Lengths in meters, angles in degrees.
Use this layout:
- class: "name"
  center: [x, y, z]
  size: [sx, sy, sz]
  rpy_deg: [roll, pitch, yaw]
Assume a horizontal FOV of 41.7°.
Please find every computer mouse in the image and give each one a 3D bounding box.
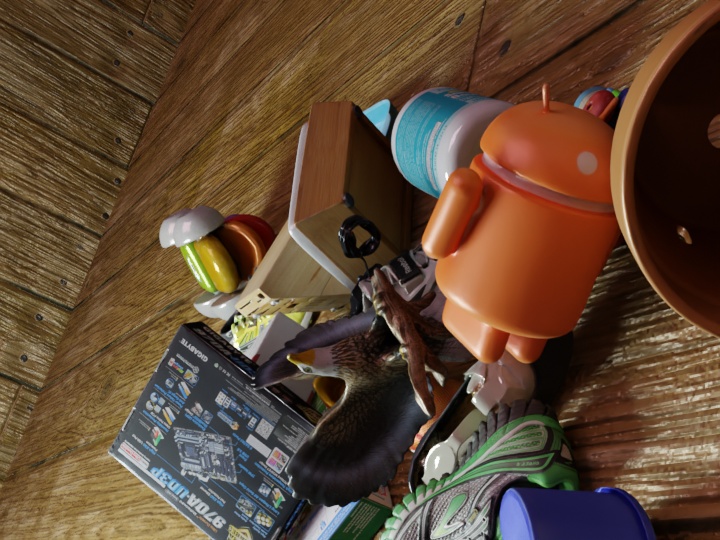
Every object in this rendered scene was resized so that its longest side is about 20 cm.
- class: "computer mouse"
  center: [0.000, 0.000, 0.980]
  size: [0.058, 0.201, 0.034]
  rpy_deg: [-41, 61, -16]

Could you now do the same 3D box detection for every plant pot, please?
- class: "plant pot"
  center: [0.236, -0.073, 0.554]
  size: [0.201, 0.199, 0.140]
  rpy_deg: [-55, 9, 16]

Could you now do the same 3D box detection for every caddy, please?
- class: "caddy"
  center: [0.131, 0.223, 0.553]
  size: [0.202, 0.103, 0.143]
  rpy_deg: [-91, 12, -46]

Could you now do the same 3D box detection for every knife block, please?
- class: "knife block"
  center: [-0.070, -0.040, 1.150]
  size: [0.064, 0.198, 0.178]
  rpy_deg: [-33, 67, 48]

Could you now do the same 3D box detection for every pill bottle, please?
- class: "pill bottle"
  center: [0.098, -0.126, 0.960]
  size: [0.112, 0.110, 0.200]
  rpy_deg: [-60, 25, 5]

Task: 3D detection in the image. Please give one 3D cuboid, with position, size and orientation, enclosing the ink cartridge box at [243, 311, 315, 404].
- class: "ink cartridge box"
  center: [-0.127, 0.164, 1.090]
  size: [0.200, 0.082, 0.148]
  rpy_deg: [-48, 12, 47]

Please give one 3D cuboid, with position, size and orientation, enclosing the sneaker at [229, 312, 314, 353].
- class: "sneaker"
  center: [-0.126, 0.078, 1.253]
  size: [0.201, 0.076, 0.076]
  rpy_deg: [-53, 24, 20]

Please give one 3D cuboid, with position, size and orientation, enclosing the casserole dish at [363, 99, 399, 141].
- class: "casserole dish"
  center: [-0.002, -0.155, 1.284]
  size: [0.199, 0.038, 0.123]
  rpy_deg: [-19, 48, 57]

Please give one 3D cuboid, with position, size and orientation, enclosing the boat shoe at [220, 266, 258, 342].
- class: "boat shoe"
  center: [-0.132, 0.028, 1.327]
  size: [0.201, 0.066, 0.070]
  rpy_deg: [-53, 26, 23]

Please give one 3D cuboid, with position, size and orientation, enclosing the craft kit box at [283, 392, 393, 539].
- class: "craft kit box"
  center: [-0.053, 0.240, 0.982]
  size: [0.201, 0.048, 0.198]
  rpy_deg: [-54, 28, 20]

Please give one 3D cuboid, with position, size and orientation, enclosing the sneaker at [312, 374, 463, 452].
- class: "sneaker"
  center: [0.029, 0.122, 0.873]
  size: [0.198, 0.077, 0.074]
  rpy_deg: [-3, 57, 46]

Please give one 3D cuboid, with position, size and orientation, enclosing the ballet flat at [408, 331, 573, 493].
- class: "ballet flat"
  center: [0.099, 0.116, 0.758]
  size: [0.201, 0.072, 0.073]
  rpy_deg: [-56, 25, 23]

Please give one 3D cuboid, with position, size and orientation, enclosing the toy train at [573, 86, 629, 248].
- class: "toy train"
  center: [0.172, -0.060, 0.793]
  size: [0.202, 0.084, 0.116]
  rpy_deg: [-58, 13, 16]

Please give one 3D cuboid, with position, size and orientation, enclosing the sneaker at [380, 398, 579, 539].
- class: "sneaker"
  center: [0.083, 0.191, 0.709]
  size: [0.201, 0.077, 0.086]
  rpy_deg: [-54, 26, 19]

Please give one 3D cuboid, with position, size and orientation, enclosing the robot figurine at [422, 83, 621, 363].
- class: "robot figurine"
  center: [0.123, -0.033, 0.679]
  size: [0.117, 0.142, 0.203]
  rpy_deg: [-62, -9, -69]

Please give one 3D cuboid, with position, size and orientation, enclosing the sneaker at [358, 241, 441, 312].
- class: "sneaker"
  center: [0.048, 0.016, 0.950]
  size: [0.202, 0.088, 0.074]
  rpy_deg: [-59, 23, 5]

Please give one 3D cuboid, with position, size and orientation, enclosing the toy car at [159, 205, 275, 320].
- class: "toy car"
  center: [-0.206, -0.027, 1.459]
  size: [0.149, 0.177, 0.199]
  rpy_deg: [-33, 14, -22]

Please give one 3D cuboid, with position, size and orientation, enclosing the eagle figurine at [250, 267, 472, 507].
- class: "eagle figurine"
  center: [-0.003, 0.089, 0.812]
  size: [0.201, 0.150, 0.153]
  rpy_deg: [-55, 6, 46]

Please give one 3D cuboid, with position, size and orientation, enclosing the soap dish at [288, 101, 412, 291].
- class: "soap dish"
  center: [-0.005, -0.086, 1.091]
  size: [0.080, 0.157, 0.202]
  rpy_deg: [-24, 42, 29]

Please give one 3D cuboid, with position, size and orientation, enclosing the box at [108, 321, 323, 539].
- class: "box"
  center: [-0.134, 0.172, 0.942]
  size: [0.160, 0.199, 0.046]
  rpy_deg: [-58, -14, 10]
